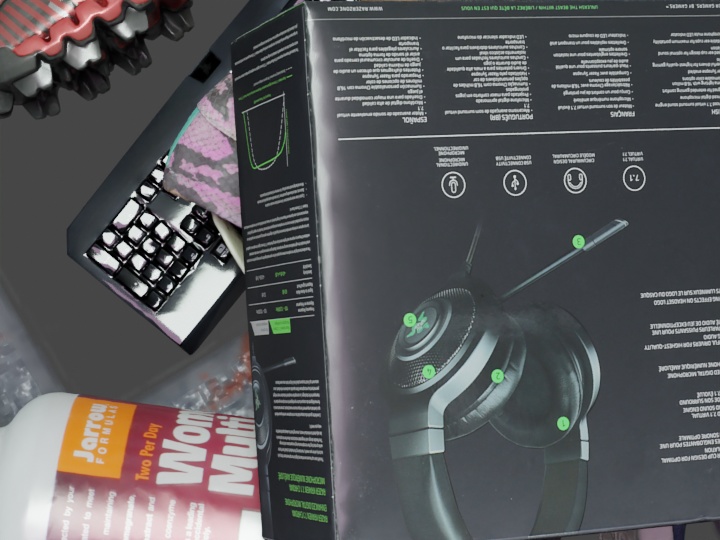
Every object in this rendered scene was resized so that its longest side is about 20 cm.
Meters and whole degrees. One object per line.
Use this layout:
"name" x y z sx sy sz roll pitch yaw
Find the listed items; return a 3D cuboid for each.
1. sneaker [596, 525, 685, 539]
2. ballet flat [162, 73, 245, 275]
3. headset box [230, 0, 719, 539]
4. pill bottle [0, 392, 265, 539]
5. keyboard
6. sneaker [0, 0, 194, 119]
"sneaker" 0.138 0.035 0.878 0.084 0.075 0.202 -1 90 -15
"ballet flat" 0.000 0.000 0.865 0.200 0.069 0.071 38 108 -25
"headset box" 0.052 0.008 0.766 0.172 0.093 0.202 -4 88 -20
"pill bottle" -0.087 0.108 0.840 0.198 0.110 0.111 8 83 -2
"keyboard" -0.029 -0.059 0.897 0.104 0.040 0.201 37 84 3
"sneaker" -0.094 -0.149 0.889 0.200 0.071 0.098 -41 87 -8
